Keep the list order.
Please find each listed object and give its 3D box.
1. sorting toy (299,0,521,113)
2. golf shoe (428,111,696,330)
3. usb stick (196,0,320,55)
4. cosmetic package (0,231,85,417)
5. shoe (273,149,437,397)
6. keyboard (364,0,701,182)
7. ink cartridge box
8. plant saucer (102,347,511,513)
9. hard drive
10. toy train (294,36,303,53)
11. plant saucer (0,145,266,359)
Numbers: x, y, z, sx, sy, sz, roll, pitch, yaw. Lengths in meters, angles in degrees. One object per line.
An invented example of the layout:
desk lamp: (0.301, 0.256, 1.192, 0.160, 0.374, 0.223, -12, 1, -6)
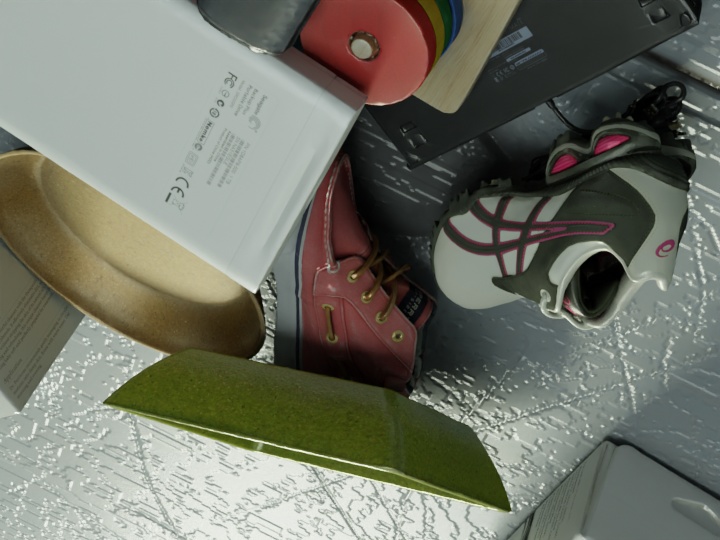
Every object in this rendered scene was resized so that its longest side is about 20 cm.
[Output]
sorting toy: (-0.008, -0.182, 0.806, 0.198, 0.070, 0.200, 31, 135, 2)
golf shoe: (0.097, -0.008, 0.898, 0.077, 0.088, 0.200, 14, 154, -25)
usb stick: (-0.017, -0.172, 0.746, 0.055, 0.033, 0.200, 36, 135, -2)
cosmetic package: (-0.278, -0.007, 1.083, 0.085, 0.108, 0.200, -15, 121, 36)
shoe: (0.000, 0.000, 0.989, 0.091, 0.072, 0.200, 15, 141, 10)
keyboard: (0.091, -0.102, 0.882, 0.200, 0.021, 0.127, -24, 112, 40)
ink cartridge box: (0.164, 0.221, 1.102, 0.146, 0.084, 0.200, 30, 137, -3)
plant saucer: (-0.022, 0.094, 1.037, 0.199, 0.048, 0.200, 11, 171, 26)
hard drive: (-0.109, -0.091, 0.866, 0.200, 0.027, 0.132, 33, 127, 2)
toy train: (-0.118, -0.122, 0.912, 0.200, 0.085, 0.116, 34, 138, -7)
plant saucer: (-0.138, -0.017, 1.033, 0.200, 0.036, 0.200, 23, 152, 13)
